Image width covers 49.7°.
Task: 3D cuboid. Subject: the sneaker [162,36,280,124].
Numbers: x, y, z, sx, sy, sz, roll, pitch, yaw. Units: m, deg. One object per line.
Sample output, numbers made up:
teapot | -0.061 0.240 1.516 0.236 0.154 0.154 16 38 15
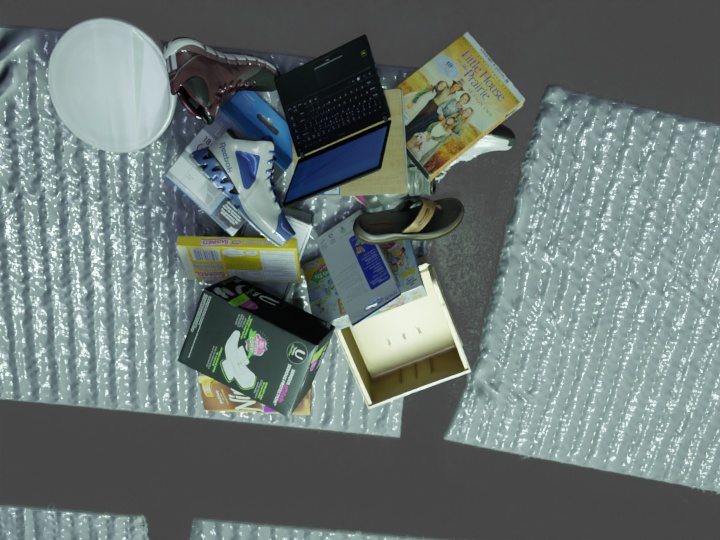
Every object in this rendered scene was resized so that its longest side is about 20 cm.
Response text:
sneaker | -0.210 -0.272 1.191 0.196 0.119 0.075 6 159 -34

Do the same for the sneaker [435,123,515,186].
sneaker | 0.152 -0.191 1.281 0.195 0.076 0.118 7 119 7

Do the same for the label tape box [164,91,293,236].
label tape box | -0.196 -0.180 1.244 0.144 0.063 0.201 40 85 -10

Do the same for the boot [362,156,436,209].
boot | 0.045 -0.206 1.242 0.128 0.068 0.204 -15 106 23

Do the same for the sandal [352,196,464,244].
sandal | 0.082 -0.093 1.286 0.194 0.083 0.055 -6 135 -10

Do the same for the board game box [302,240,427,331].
board game box | 0.005 0.016 1.324 0.195 0.137 0.034 -22 143 9

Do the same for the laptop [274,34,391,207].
laptop | -0.053 -0.220 1.146 0.174 0.103 0.205 -17 91 27

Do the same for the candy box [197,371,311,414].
candy box | -0.182 0.199 1.365 0.194 0.058 0.118 4 140 -2

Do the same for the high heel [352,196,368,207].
high heel | -0.022 -0.200 1.278 0.096 0.067 0.200 -43 111 1

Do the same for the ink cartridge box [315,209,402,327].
ink cartridge box | 0.000 0.000 1.286 0.098 0.203 0.039 -30 141 9

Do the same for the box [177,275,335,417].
box | -0.159 0.114 1.229 0.196 0.148 0.127 26 101 6

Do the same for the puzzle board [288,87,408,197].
puzzle board | -0.020 -0.194 1.202 0.195 0.017 0.155 0 100 27

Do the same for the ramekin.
ramekin | -0.379 -0.296 1.226 0.196 0.095 0.208 0 111 1

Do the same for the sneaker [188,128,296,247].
sneaker | -0.154 -0.138 1.181 0.115 0.081 0.200 -44 100 -4

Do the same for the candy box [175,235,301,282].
candy box | -0.197 -0.018 1.278 0.194 0.027 0.103 2 149 1

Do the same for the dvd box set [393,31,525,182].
dvd box set | 0.136 -0.255 1.201 0.198 0.029 0.147 -38 81 -10

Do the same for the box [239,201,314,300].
box | -0.164 -0.019 1.350 0.114 0.060 0.204 19 111 -6

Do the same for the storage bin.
storage bin | 0.069 0.108 1.379 0.195 0.094 0.202 -21 110 9
